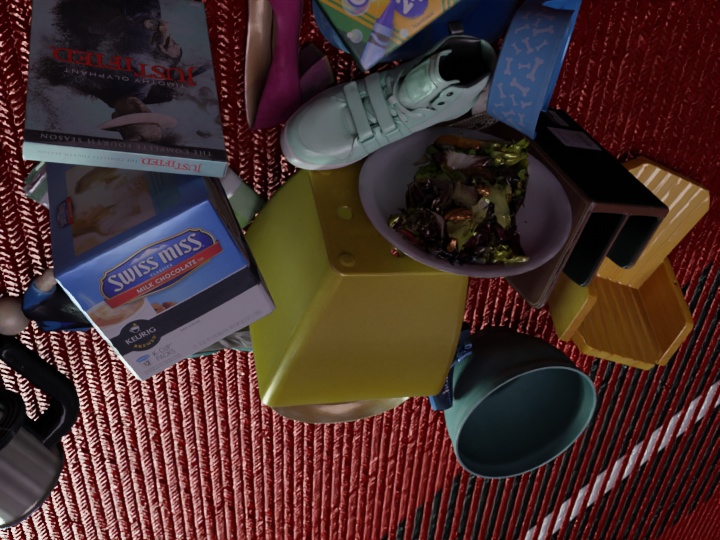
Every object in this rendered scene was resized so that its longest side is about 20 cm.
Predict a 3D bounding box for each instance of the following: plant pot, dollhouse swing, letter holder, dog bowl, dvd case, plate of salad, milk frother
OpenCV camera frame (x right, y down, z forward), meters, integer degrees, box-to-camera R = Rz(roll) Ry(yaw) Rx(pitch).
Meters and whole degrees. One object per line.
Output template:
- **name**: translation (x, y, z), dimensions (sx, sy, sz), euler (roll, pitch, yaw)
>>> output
- **plant pot**: translation (-0.020, 0.139, 0.982), dimensions (0.198, 0.028, 0.201), euler (-7, 145, -5)
- **plant pot**: translation (0.000, 0.000, 0.773), dimensions (0.198, 0.202, 0.177), euler (0, 145, -21)
- **dollhouse swing**: translation (0.358, -0.005, 0.973), dimensions (0.198, 0.183, 0.176), euler (16, 139, -30)
- **letter holder**: translation (0.201, -0.067, 0.830), dimensions (0.100, 0.201, 0.143), euler (2, 128, -26)
- **dog bowl**: translation (0.057, -0.253, 0.724), dimensions (0.198, 0.050, 0.112), euler (-10, 128, -14)
- **dvd case**: translation (-0.186, -0.158, 0.614), dimensions (0.145, 0.201, 0.022), euler (4, 143, -23)
- **plate of salad**: translation (0.097, -0.075, 0.703), dimensions (0.198, 0.201, 0.048), euler (-7, 140, -16)
- **milk frother**: translation (-0.384, 0.188, 0.797), dimensions (0.180, 0.200, 0.189), euler (-33, 131, 0)
- **dog bowl**: translation (0.161, -0.196, 0.716), dimensions (0.049, 0.200, 0.112), euler (18, 121, 10)
- **plant pot**: translation (0.195, 0.161, 1.046), dimensions (0.198, 0.135, 0.202), euler (-10, 128, -14)

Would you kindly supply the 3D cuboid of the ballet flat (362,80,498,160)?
- **ballet flat**: translation (0.081, -0.166, 0.790), dimensions (0.198, 0.068, 0.075), euler (-23, 165, -1)

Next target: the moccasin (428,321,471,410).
- **moccasin**: translation (0.103, 0.077, 0.945), dimensions (0.067, 0.081, 0.202), euler (-8, 109, 2)

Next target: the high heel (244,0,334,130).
- **high heel**: translation (-0.095, -0.215, 0.688), dimensions (0.096, 0.067, 0.201), euler (-36, 134, -7)

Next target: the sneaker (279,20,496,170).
- **sneaker**: translation (0.023, -0.155, 0.681), dimensions (0.199, 0.118, 0.074), euler (-22, 86, -11)

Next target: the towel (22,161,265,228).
- **towel**: translation (-0.210, -0.074, 0.777), dimensions (0.149, 0.031, 0.200), euler (-41, 129, 12)

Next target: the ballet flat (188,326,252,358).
- **ballet flat**: translation (-0.157, 0.065, 0.893), dimensions (0.198, 0.067, 0.064), euler (1, 98, -23)

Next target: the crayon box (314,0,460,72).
- **crayon box**: translation (-0.004, -0.282, 0.628), dimensions (0.125, 0.052, 0.201), euler (-35, 101, 5)

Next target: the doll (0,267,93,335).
- **doll**: translation (-0.284, 0.034, 0.793), dimensions (0.198, 0.049, 0.137), euler (-6, 155, 7)

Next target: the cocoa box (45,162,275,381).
- **cocoa box**: translation (-0.179, -0.037, 0.671), dimensions (0.132, 0.201, 0.132), euler (-27, 132, -3)
